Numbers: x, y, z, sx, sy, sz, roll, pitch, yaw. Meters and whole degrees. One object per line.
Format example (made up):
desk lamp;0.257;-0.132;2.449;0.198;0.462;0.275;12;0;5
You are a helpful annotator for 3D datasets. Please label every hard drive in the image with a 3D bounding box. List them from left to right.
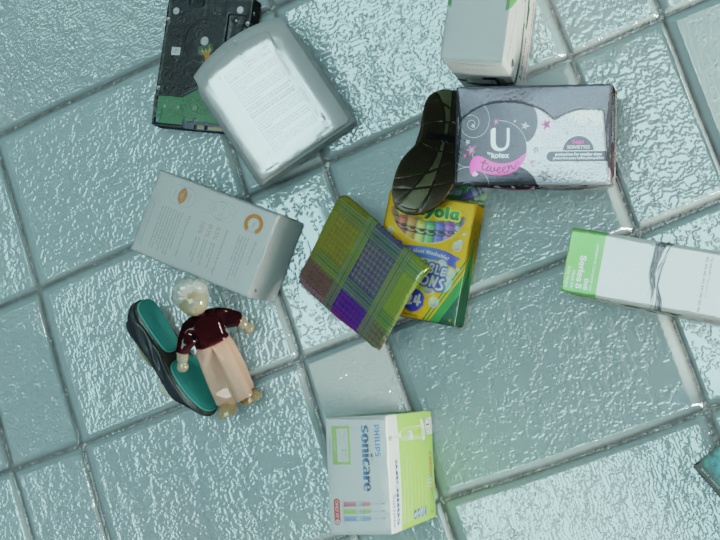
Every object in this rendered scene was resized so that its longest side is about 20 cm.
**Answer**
hard drive;-0.226;-0.303;1.822;0.140;0.038;0.200;6;87;19

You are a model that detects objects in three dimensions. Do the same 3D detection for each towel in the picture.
towel;0.000;0.000;1.686;0.200;0.023;0.144;41;108;38

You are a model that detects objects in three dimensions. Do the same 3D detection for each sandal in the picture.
sandal;0.098;-0.155;1.679;0.082;0.055;0.200;11;63;8

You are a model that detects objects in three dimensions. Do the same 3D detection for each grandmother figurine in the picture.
grandmother figurine;-0.204;0.099;1.730;0.121;0.061;0.200;-32;105;-28

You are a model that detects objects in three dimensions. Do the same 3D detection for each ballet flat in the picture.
ballet flat;-0.277;0.134;1.793;0.073;0.073;0.200;-37;81;12

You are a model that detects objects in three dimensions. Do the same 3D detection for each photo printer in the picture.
photo printer;-0.126;-0.243;1.744;0.166;0.069;0.200;-35;86;2

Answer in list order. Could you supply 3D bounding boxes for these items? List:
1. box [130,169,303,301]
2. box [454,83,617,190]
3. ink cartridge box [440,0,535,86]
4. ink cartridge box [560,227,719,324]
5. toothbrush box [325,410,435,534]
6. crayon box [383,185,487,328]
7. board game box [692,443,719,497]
box;-0.203;-0.049;1.761;0.200;0.097;0.125;22;92;19
box;0.228;-0.171;1.606;0.200;0.115;0.132;1;93;15
ink cartridge box;0.169;-0.318;1.608;0.084;0.200;0.146;7;89;16
ink cartridge box;0.363;0.009;1.542;0.200;0.145;0.084;11;89;19
toothbrush box;0.030;0.257;1.604;0.086;0.200;0.146;-4;85;18
crayon box;0.092;-0.032;1.686;0.126;0.052;0.200;10;88;19
board game box;0.529;0.275;1.526;0.135;0.028;0.200;-44;74;11
